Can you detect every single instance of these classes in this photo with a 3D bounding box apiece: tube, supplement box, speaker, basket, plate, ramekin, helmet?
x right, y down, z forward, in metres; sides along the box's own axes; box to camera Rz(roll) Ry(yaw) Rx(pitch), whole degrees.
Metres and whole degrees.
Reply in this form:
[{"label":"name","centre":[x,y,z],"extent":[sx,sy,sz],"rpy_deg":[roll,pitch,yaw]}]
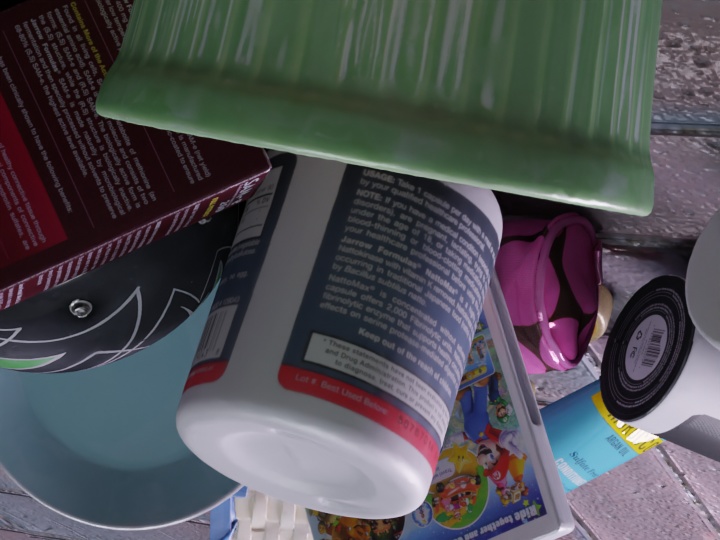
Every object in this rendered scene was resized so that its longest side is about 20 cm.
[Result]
[{"label":"tube","centre":[0.113,0.100,1.255],"extent":[0.199,0.051,0.077],"rpy_deg":[-30,146,17]},{"label":"supplement box","centre":[-0.150,-0.045,0.930],"extent":[0.199,0.110,0.061],"rpy_deg":[-24,175,-14]},{"label":"speaker","centre":[0.226,0.073,1.155],"extent":[0.199,0.082,0.081],"rpy_deg":[23,158,-24]},{"label":"basket","centre":[-0.079,0.119,1.402],"extent":[0.198,0.141,0.176],"rpy_deg":[0,-174,3]},{"label":"plate","centre":[-0.135,0.050,1.294],"extent":[0.198,0.202,0.026],"rpy_deg":[17,-170,2]},{"label":"ramekin","centre":[0.013,-0.085,0.782],"extent":[0.198,0.099,0.200],"rpy_deg":[10,-177,-1]},{"label":"helmet","centre":[-0.151,-0.045,1.055],"extent":[0.190,0.201,0.200],"rpy_deg":[40,153,-13]}]

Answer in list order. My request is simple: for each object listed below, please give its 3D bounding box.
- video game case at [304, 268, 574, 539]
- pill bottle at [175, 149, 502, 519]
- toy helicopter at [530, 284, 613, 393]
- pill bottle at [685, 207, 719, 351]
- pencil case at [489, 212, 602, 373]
[{"label":"video game case","centre":[0.018,0.057,1.111],"extent":[0.143,0.202,0.018],"rpy_deg":[-27,160,31]},{"label":"pill bottle","centre":[0.000,0.000,1.022],"extent":[0.119,0.201,0.120],"rpy_deg":[16,158,6]},{"label":"toy helicopter","centre":[0.059,0.037,1.261],"extent":[0.132,0.079,0.199],"rpy_deg":[39,140,-22]},{"label":"pill bottle","centre":[0.242,0.040,1.028],"extent":[0.119,0.121,0.200],"rpy_deg":[-6,149,45]},{"label":"pencil case","centre":[0.035,0.009,1.172],"extent":[0.199,0.092,0.093],"rpy_deg":[1,-164,36]}]
